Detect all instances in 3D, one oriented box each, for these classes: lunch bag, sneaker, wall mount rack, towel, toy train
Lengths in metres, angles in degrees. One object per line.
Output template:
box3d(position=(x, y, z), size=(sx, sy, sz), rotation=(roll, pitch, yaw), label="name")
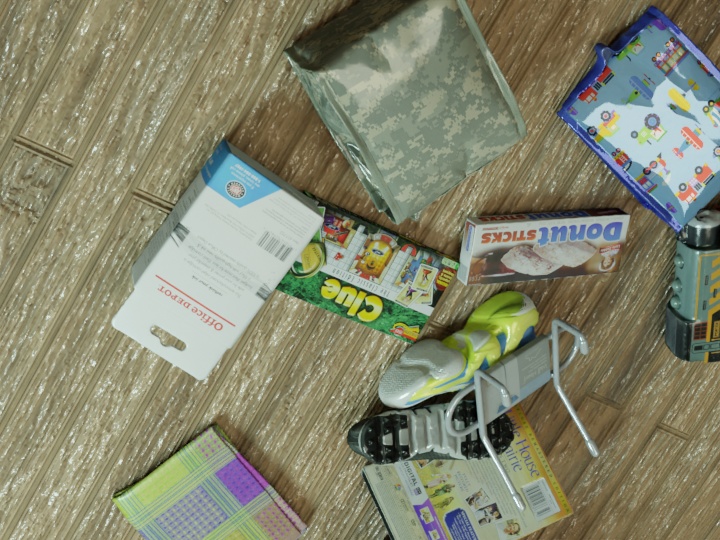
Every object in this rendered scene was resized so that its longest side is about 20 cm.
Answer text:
box3d(position=(0.051, -0.162, 1.304), size=(0.164, 0.118, 0.200), rotation=(-34, 118, -6), label="lunch bag")
box3d(position=(0.119, 0.113, 1.493), size=(0.200, 0.076, 0.105), rotation=(-31, 123, -7), label="sneaker")
box3d(position=(0.189, 0.153, 1.478), size=(0.200, 0.074, 0.174), rotation=(-30, 131, -24), label="wall mount rack")
box3d(position=(0.072, 0.177, 1.503), size=(0.199, 0.090, 0.067), rotation=(-1, 88, -27), label="sneaker")
box3d(position=(-0.160, 0.268, 1.480), size=(0.143, 0.023, 0.200), rotation=(-37, 122, -2), label="towel")
box3d(position=(0.313, -0.166, 1.442), size=(0.151, 0.094, 0.200), rotation=(-46, 114, 6), label="lunch bag")
box3d(position=(0.413, 0.016, 1.574), size=(0.113, 0.085, 0.201), rotation=(-7, 117, -9), label="toy train")

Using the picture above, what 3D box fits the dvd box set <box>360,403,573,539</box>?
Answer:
box3d(position=(0.119, 0.249, 1.533), size=(0.199, 0.147, 0.029), rotation=(-23, 165, -12), label="dvd box set")

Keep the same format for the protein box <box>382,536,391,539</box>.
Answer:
box3d(position=(0.076, 0.446, 1.541), size=(0.134, 0.200, 0.199), rotation=(2, 120, 17), label="protein box")

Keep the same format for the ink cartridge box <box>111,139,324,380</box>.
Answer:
box3d(position=(-0.141, -0.009, 1.313), size=(0.116, 0.068, 0.200), rotation=(35, 98, -20), label="ink cartridge box")

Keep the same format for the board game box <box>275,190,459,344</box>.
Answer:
box3d(position=(0.000, 0.000, 1.418), size=(0.199, 0.023, 0.105), rotation=(22, 106, -30), label="board game box")

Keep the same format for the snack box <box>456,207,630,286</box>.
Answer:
box3d(position=(0.200, -0.027, 1.484), size=(0.199, 0.024, 0.072), rotation=(-5, 116, -26), label="snack box")
